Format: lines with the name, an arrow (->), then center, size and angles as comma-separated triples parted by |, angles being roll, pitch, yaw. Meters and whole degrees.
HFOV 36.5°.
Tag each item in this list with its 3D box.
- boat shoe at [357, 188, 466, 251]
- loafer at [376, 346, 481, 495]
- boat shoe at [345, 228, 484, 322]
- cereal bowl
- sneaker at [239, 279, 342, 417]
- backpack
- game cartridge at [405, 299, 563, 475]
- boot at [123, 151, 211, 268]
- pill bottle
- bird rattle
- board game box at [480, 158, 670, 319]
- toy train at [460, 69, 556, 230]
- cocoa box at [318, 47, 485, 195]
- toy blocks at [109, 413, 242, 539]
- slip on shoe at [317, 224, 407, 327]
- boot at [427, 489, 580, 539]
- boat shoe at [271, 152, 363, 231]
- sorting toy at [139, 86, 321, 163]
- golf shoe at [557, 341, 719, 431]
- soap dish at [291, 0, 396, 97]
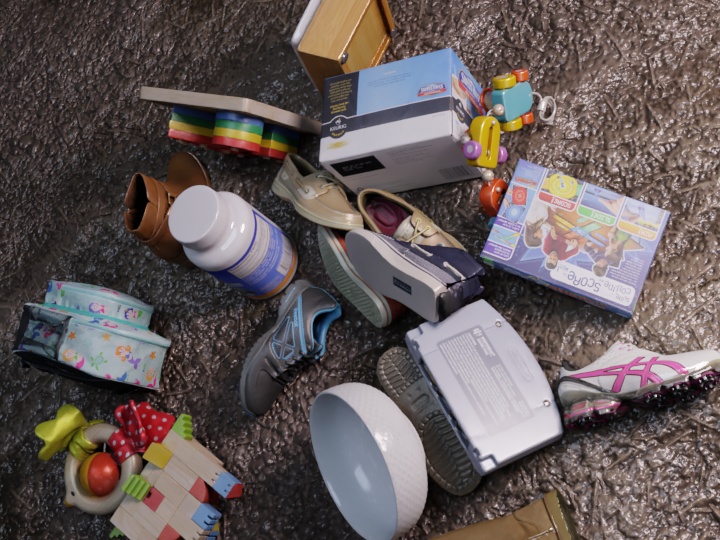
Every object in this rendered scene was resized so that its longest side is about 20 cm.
boat shoe -> 0.066, -0.045, 1.471 | 0.199, 0.066, 0.074 | 35, 89, 33
loafer -> 0.094, 0.185, 1.371 | 0.075, 0.068, 0.202 | -32, 75, 13
boat shoe -> 0.072, -0.007, 1.405 | 0.092, 0.076, 0.199 | -25, 44, -31
cereal bowl -> 0.020, 0.227, 1.343 | 0.082, 0.202, 0.200 | -21, 52, -28
sneaker -> -0.098, 0.112, 1.496 | 0.081, 0.073, 0.202 | 22, 83, 32
backpack -> -0.377, 0.103, 1.591 | 0.198, 0.177, 0.153 | 18, 85, 28
game cartridge -> 0.156, 0.137, 1.332 | 0.132, 0.041, 0.202 | -21, 64, -15
boot -> -0.299, -0.114, 1.640 | 0.076, 0.155, 0.203 | -9, 67, 25
pill bottle -> -0.179, -0.041, 1.522 | 0.111, 0.200, 0.114 | -10, 66, 24
bird rattle -> -0.365, 0.271, 1.589 | 0.197, 0.113, 0.166 | 0, 82, 14
board game box -> 0.264, -0.040, 1.348 | 0.198, 0.034, 0.137 | 22, 82, 15
toy train -> 0.181, -0.160, 1.420 | 0.055, 0.150, 0.202 | 8, 67, 42
cocoa box -> 0.060, -0.197, 1.492 | 0.197, 0.133, 0.133 | -9, 66, 26
toy blocks -> -0.244, 0.321, 1.493 | 0.136, 0.100, 0.201 | 34, 89, 22
slip on shoe -> 0.000, 0.000, 1.498 | 0.061, 0.075, 0.200 | -24, 47, -22
boot -> 0.169, 0.366, 1.264 | 0.198, 0.066, 0.177 | -28, 48, 16
boat shoe -> -0.058, -0.111, 1.539 | 0.200, 0.071, 0.066 | 37, 112, 49
sorting toy -> -0.191, -0.209, 1.603 | 0.198, 0.198, 0.071 | 12, 92, 31
golf shoe -> 0.322, 0.118, 1.268 | 0.198, 0.073, 0.093 | -18, 62, 21
soap dish -> -0.018, -0.337, 1.561 | 0.080, 0.200, 0.159 | 26, 83, 14
